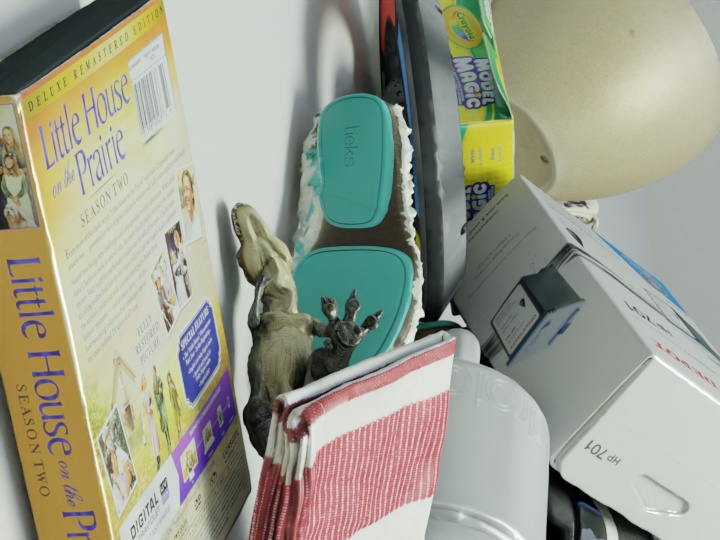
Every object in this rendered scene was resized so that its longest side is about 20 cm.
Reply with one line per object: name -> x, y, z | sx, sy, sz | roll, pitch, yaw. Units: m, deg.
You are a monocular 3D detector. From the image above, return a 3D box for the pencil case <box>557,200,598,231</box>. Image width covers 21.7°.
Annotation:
pencil case -> 0.157, -0.127, 1.568 | 0.078, 0.089, 0.201 | 43, 44, -71

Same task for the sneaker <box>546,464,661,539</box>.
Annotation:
sneaker -> 0.076, 0.125, 1.066 | 0.112, 0.200, 0.073 | 26, 86, -38

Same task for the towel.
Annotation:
towel -> -0.007, 0.133, 0.751 | 0.144, 0.023, 0.201 | -18, 120, -62

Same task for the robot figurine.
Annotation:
robot figurine -> 0.034, 0.123, 0.918 | 0.170, 0.113, 0.201 | 43, 36, -30

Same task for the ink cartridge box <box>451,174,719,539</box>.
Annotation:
ink cartridge box -> 0.143, 0.055, 1.067 | 0.146, 0.086, 0.200 | 34, 14, -32

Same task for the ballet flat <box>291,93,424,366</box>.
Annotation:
ballet flat -> 0.000, 0.000, 0.916 | 0.072, 0.071, 0.201 | 70, 21, -46

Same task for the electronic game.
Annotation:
electronic game -> 0.029, -0.071, 1.053 | 0.200, 0.041, 0.201 | 174, -90, -87

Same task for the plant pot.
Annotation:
plant pot -> 0.154, -0.129, 1.412 | 0.134, 0.200, 0.201 | -41, 135, -28

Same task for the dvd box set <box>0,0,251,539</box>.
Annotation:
dvd box set -> -0.083, 0.018, 0.643 | 0.146, 0.029, 0.201 | -62, 145, -66

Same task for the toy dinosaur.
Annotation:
toy dinosaur -> -0.029, 0.058, 0.775 | 0.088, 0.047, 0.201 | 136, -41, -60

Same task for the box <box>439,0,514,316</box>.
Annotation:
box -> 0.068, -0.079, 1.172 | 0.201, 0.048, 0.118 | 87, -3, -48

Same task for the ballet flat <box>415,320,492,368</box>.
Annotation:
ballet flat -> 0.062, 0.065, 1.154 | 0.200, 0.068, 0.069 | -3, 78, -67
